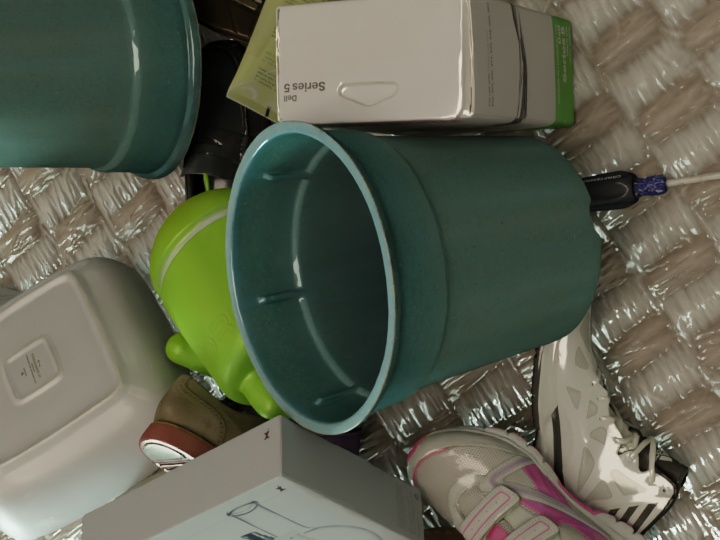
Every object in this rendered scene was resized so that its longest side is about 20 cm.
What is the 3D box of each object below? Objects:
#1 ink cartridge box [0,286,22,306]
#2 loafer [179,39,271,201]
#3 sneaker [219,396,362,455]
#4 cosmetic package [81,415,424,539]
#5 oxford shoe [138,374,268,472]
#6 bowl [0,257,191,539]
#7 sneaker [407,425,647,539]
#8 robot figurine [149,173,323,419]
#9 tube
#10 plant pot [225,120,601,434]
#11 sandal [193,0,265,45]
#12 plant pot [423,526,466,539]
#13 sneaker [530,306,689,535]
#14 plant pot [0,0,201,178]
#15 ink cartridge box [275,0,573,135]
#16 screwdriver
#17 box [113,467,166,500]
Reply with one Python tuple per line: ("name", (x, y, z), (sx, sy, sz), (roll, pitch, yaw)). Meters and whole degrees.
("ink cartridge box", (-0.289, 0.106, 1.278), (0.199, 0.084, 0.146), (13, 102, 26))
("loafer", (-0.113, -0.089, 1.170), (0.068, 0.070, 0.202), (2, 97, 27))
("sneaker", (-0.091, 0.124, 1.191), (0.199, 0.076, 0.088), (13, 98, 16))
("cosmetic package", (-0.078, 0.185, 1.012), (0.200, 0.151, 0.052), (-30, 44, 30))
("oxford shoe", (-0.072, 0.150, 1.099), (0.200, 0.075, 0.070), (37, 147, -25))
("bowl", (-0.246, 0.093, 1.144), (0.199, 0.075, 0.200), (-32, 59, 3))
("sneaker", (0.117, 0.185, 1.009), (0.199, 0.088, 0.082), (32, 116, 9))
("robot figurine", (-0.084, 0.020, 1.076), (0.200, 0.115, 0.176), (51, 123, 30))
("tube", (-0.044, -0.208, 1.086), (0.058, 0.052, 0.201), (14, 78, 6))
("plant pot", (0.042, -0.008, 0.955), (0.200, 0.195, 0.201), (18, 112, 52))
("sandal", (-0.066, -0.208, 1.141), (0.199, 0.055, 0.082), (25, 81, 7))
("plant pot", (0.065, 0.256, 1.041), (0.200, 0.201, 0.093), (34, 122, 20))
("sneaker", (0.187, 0.110, 1.049), (0.115, 0.076, 0.202), (5, 107, 18))
("plant pot", (-0.257, -0.163, 1.119), (0.200, 0.195, 0.201), (20, 114, 53))
("ink cartridge box", (0.050, -0.141, 1.003), (0.145, 0.200, 0.085), (0, 93, 27))
("screwdriver", (0.233, -0.064, 1.013), (0.199, 0.029, 0.028), (-7, 93, 33))
("box", (-0.105, 0.231, 1.161), (0.082, 0.068, 0.200), (-25, 111, 35))
